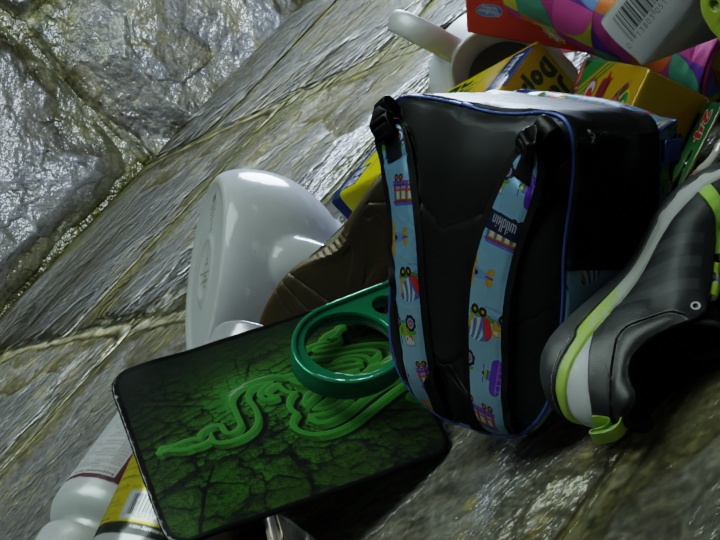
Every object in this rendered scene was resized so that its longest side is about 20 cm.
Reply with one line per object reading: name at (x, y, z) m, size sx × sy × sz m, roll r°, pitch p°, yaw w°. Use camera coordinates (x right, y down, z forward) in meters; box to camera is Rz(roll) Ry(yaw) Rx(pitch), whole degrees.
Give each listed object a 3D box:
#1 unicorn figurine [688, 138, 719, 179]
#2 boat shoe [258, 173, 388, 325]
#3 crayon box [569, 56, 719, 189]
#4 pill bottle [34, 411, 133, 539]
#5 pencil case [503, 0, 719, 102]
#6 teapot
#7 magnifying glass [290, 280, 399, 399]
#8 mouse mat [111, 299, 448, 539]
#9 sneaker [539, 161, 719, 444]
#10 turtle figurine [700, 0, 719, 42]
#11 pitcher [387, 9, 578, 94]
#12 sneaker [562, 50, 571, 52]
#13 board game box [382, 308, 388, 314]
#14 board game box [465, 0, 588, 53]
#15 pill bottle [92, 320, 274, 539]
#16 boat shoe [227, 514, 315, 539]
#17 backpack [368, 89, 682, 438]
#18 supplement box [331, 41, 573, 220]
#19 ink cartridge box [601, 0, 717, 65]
unicorn figurine at (0.274, -0.109, 1.113) m, size 0.138 × 0.074 × 0.200 m, roll -50°, pitch 16°, yaw -24°
boat shoe at (0.000, 0.000, 1.403) m, size 0.200 × 0.073 × 0.065 m, roll -46°, pitch -13°, yaw 20°
crayon box at (0.172, -0.075, 1.251) m, size 0.128 × 0.051 × 0.200 m, roll -65°, pitch 11°, yaw 4°
pill bottle at (-0.175, 0.179, 1.444) m, size 0.109 × 0.110 × 0.200 m, roll -29°, pitch 21°, yaw 45°
pencil case at (0.197, -0.191, 1.358) m, size 0.200 × 0.089 × 0.088 m, roll 34°, pitch 71°, yaw 30°
teapot at (-0.067, 0.011, 1.586) m, size 0.200 × 0.145 × 0.198 m, roll -103°, pitch 25°, yaw -53°
magnifying glass at (0.022, 0.024, 1.285) m, size 0.200 × 0.079 × 0.022 m, roll -47°, pitch -30°, yaw -42°
mouse mat at (-0.057, 0.096, 1.238) m, size 0.199 × 0.008 × 0.161 m, roll -17°, pitch 46°, yaw -12°
sneaker at (0.187, 0.023, 1.037) m, size 0.200 × 0.072 × 0.083 m, roll -48°, pitch 39°, yaw -16°
turtle figurine at (0.299, -0.186, 1.157) m, size 0.161 × 0.065 × 0.199 m, roll -11°, pitch -6°, yaw -44°
pitcher at (0.100, -0.179, 1.583) m, size 0.122 × 0.171 × 0.200 m, roll -59°, pitch 4°, yaw 7°
sneaker at (0.242, -0.260, 1.672) m, size 0.200 × 0.078 × 0.091 m, roll -38°, pitch 22°, yaw 43°
board game box at (0.016, 0.070, 1.369) m, size 0.135 × 0.045 × 0.200 m, roll -48°, pitch 15°, yaw -19°
board game box at (0.204, -0.232, 1.487) m, size 0.199 × 0.041 × 0.153 m, roll 13°, pitch 43°, yaw 21°
pill bottle at (-0.104, 0.139, 1.291) m, size 0.111 × 0.111 × 0.201 m, roll -24°, pitch 35°, yaw 52°
boat shoe at (-0.067, 0.211, 1.145) m, size 0.072 × 0.065 × 0.200 m, roll -38°, pitch 15°, yaw 19°
backpack at (0.099, -0.005, 1.125) m, size 0.134 × 0.201 × 0.182 m, roll -6°, pitch 12°, yaw -38°
supplement box at (0.090, -0.079, 1.466) m, size 0.200 × 0.110 × 0.109 m, roll -24°, pitch 24°, yaw 52°
ink cartridge box at (0.268, -0.221, 1.209) m, size 0.200 × 0.050 × 0.161 m, roll -26°, pitch -20°, yaw -44°
